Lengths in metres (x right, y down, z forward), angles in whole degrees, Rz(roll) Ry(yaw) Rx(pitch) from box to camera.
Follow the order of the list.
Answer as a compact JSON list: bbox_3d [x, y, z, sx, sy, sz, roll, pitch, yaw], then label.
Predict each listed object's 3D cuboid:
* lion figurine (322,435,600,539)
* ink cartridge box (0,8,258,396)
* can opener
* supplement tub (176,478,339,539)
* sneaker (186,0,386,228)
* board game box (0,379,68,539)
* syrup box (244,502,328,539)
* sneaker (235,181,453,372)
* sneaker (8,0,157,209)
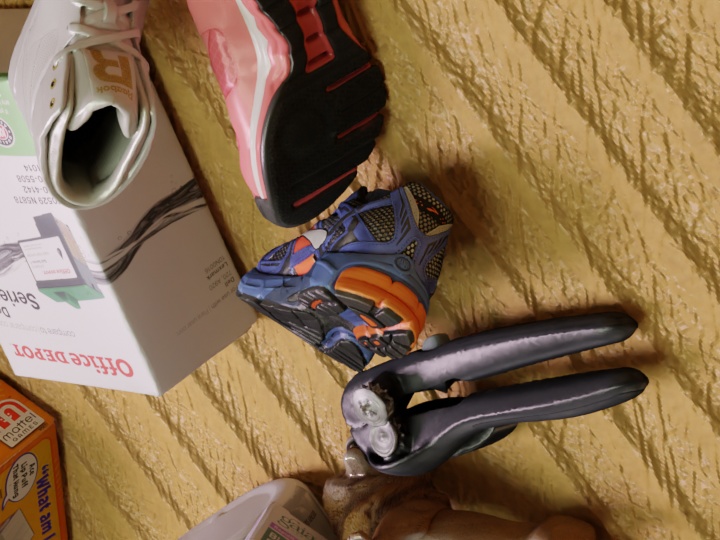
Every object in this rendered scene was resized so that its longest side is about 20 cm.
[{"bbox_3d":[0.061,0.144,1.479,0.199,0.122,0.073,16,112,23],"label":"lion figurine"},{"bbox_3d":[-0.160,-0.038,1.569,0.146,0.084,0.201,4,125,49],"label":"ink cartridge box"},{"bbox_3d":[0.064,0.054,1.413,0.200,0.078,0.064,-24,87,49],"label":"can opener"},{"bbox_3d":[-0.029,0.230,1.637,0.200,0.122,0.122,55,147,-8],"label":"supplement tub"},{"bbox_3d":[-0.045,-0.118,1.381,0.087,0.073,0.201,34,141,46],"label":"sneaker"},{"bbox_3d":[-0.328,0.168,1.869,0.199,0.200,0.201,32,144,27],"label":"board game box"},{"bbox_3d":[-0.072,0.230,1.538,0.079,0.081,0.200,34,115,0],"label":"syrup box"},{"bbox_3d":[0.000,0.000,1.431,0.075,0.079,0.200,36,167,-16],"label":"sneaker"},{"bbox_3d":[-0.116,-0.126,1.374,0.116,0.073,0.201,-112,31,-49],"label":"sneaker"}]
